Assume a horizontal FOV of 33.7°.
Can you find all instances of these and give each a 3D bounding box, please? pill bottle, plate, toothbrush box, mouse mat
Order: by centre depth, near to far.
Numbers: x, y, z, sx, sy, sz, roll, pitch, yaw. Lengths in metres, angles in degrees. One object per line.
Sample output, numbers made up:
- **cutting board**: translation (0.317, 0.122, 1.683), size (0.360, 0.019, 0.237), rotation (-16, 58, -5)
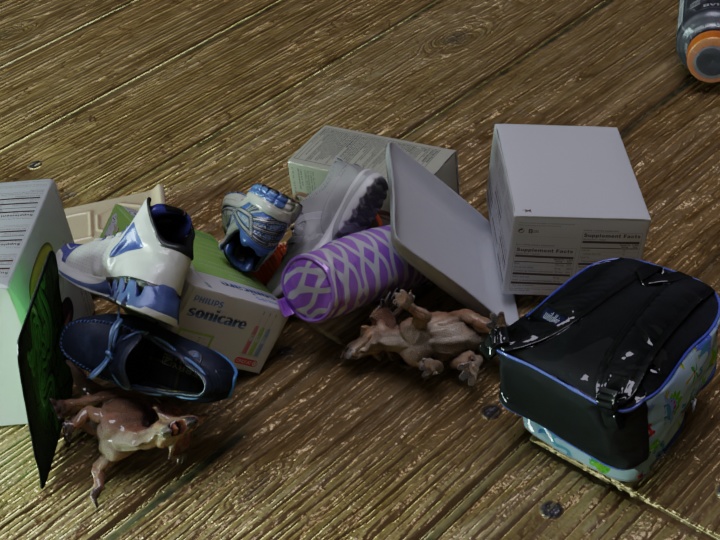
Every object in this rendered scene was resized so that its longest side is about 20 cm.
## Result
- **mouse mat**: translation (-0.321, 0.102, 1.218), size (0.007, 0.202, 0.162), rotation (1, 38, 0)
- **toothbrush box**: translation (-0.196, 0.020, 1.337), size (0.145, 0.087, 0.200), rotation (18, 14, -44)
- **plate**: translation (0.097, -0.033, 1.360), size (0.032, 0.199, 0.200), rotation (-40, 29, 26)
- **pill bottle**: translation (0.514, -0.352, 1.726), size (0.105, 0.107, 0.201), rotation (3, 39, 15)

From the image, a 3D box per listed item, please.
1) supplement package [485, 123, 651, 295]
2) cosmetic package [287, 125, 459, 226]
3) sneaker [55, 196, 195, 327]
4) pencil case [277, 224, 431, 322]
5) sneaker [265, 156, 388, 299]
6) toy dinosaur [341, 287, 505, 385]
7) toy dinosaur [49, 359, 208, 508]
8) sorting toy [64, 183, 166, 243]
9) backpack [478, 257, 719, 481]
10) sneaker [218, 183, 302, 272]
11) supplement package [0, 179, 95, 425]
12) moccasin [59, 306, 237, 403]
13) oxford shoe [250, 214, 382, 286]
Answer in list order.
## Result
- **supplement package**: translation (0.237, -0.074, 1.394), size (0.154, 0.112, 0.201), rotation (1, 38, -2)
- **cosmetic package**: translation (0.018, -0.112, 1.523), size (0.198, 0.088, 0.103), rotation (15, 42, 29)
- **sneaker**: translation (-0.227, -0.017, 1.229), size (0.199, 0.080, 0.116), rotation (16, 79, 48)
- **pencil case**: translation (0.000, 0.000, 1.341), size (0.085, 0.085, 0.199), rotation (-25, -6, 42)
- **sneaker**: translation (-0.052, -0.041, 1.384), size (0.082, 0.075, 0.201), rotation (36, 86, 30)
- **toy dinosaur**: translation (0.085, 0.069, 1.277), size (0.198, 0.087, 0.136), rotation (8, 0, -5)
- **toy dinosaur**: translation (-0.240, 0.154, 1.233), size (0.135, 0.087, 0.200), rotation (-23, 35, -18)
- **sorting toy**: translation (-0.341, -0.030, 1.537), size (0.198, 0.037, 0.186), rotation (-16, 37, -3)
- **backpack**: translation (0.249, 0.090, 1.164), size (0.182, 0.148, 0.200), rotation (25, 52, 38)
- **sneaker**: translation (-0.133, -0.041, 1.364), size (0.077, 0.200, 0.086), rotation (29, 76, -10)
- **supplement package**: translation (-0.406, 0.036, 1.325), size (0.145, 0.193, 0.201), rotation (-5, 38, 6)
- **moccasin**: translation (-0.221, 0.083, 1.193), size (0.198, 0.081, 0.068), rotation (9, 3, 19)
- **oxford shoe**: translation (-0.065, -0.009, 1.440), size (0.199, 0.072, 0.073), rotation (-27, 2, -10)
